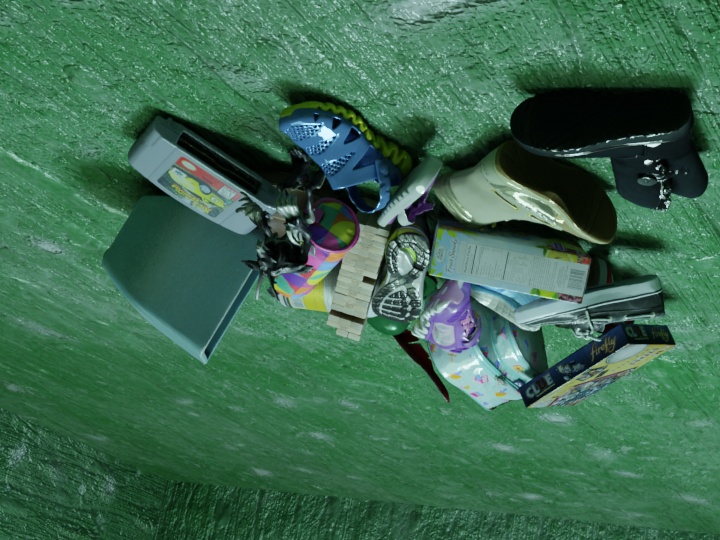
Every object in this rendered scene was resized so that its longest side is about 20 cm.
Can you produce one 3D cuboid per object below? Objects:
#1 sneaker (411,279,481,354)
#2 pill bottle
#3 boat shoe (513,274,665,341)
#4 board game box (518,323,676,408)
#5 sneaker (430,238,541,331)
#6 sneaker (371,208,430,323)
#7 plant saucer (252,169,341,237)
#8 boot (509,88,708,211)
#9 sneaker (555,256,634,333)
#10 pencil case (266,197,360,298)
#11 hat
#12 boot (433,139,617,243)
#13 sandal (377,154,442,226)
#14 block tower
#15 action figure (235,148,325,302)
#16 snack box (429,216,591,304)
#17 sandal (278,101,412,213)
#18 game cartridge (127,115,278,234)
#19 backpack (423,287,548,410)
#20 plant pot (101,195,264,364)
[{"bbox_3d":[0.133,0.066,1.755,0.088,0.081,0.200,40,164,7],"label":"sneaker"},{"bbox_3d":[-0.019,0.009,1.879,0.198,0.113,0.112,6,160,14],"label":"pill bottle"},{"bbox_3d":[0.307,0.058,1.693,0.197,0.069,0.074,-13,-174,1],"label":"boat shoe"},{"bbox_3d":[0.346,0.141,1.858,0.135,0.035,0.200,4,146,-47],"label":"board game box"},{"bbox_3d":[0.187,0.002,1.816,0.199,0.090,0.078,31,-174,-5],"label":"sneaker"},{"bbox_3d":[0.065,-0.004,1.757,0.073,0.081,0.201,17,137,1],"label":"sneaker"},{"bbox_3d":[-0.104,-0.092,1.769,0.198,0.035,0.201,12,160,4],"label":"plant saucer"},{"bbox_3d":[0.276,-0.125,1.393,0.198,0.077,0.168,-2,153,19],"label":"boot"},{"bbox_3d":[0.354,0.039,1.811,0.111,0.072,0.200,10,159,-3],"label":"sneaker"},{"bbox_3d":[-0.070,-0.027,1.726,0.088,0.089,0.200,18,154,-17],"label":"pencil case"},{"bbox_3d":[0.033,0.093,1.978,0.198,0.178,0.166,0,157,30],"label":"hat"},{"bbox_3d":[0.204,-0.082,1.565,0.199,0.073,0.154,28,155,-24],"label":"boot"},{"bbox_3d":[0.066,-0.086,1.573,0.050,0.083,0.203,37,169,-3],"label":"sandal"},{"bbox_3d":[0.000,0.000,1.764,0.053,0.058,0.201,17,123,3],"label":"block tower"},{"bbox_3d":[-0.099,-0.066,1.588,0.118,0.201,0.102,0,148,39],"label":"action figure"},{"bbox_3d":[0.192,-0.017,1.661,0.198,0.068,0.169,10,-172,2],"label":"snack box"},{"bbox_3d":[-0.018,-0.135,1.526,0.199,0.088,0.079,28,157,-34],"label":"sandal"},{"bbox_3d":[-0.208,-0.121,1.680,0.199,0.041,0.133,33,156,-15],"label":"game cartridge"},{"bbox_3d":[0.189,0.100,1.923,0.153,0.177,0.199,-26,142,35],"label":"backpack"},{"bbox_3d":[-0.263,-0.003,1.851,0.199,0.197,0.196,31,171,-1],"label":"plant pot"}]
